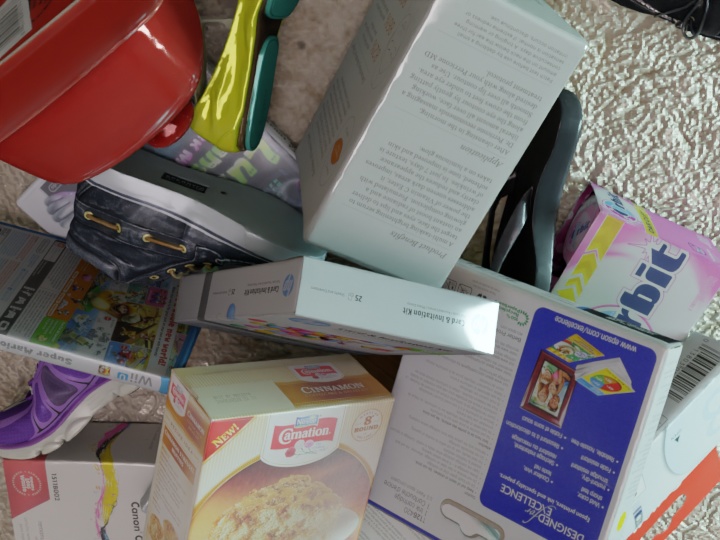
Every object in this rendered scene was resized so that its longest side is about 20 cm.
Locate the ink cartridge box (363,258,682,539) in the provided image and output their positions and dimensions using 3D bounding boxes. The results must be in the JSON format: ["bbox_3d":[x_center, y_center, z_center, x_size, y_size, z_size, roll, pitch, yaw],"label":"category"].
[{"bbox_3d":[0.110,0.112,0.774,0.197,0.047,0.201,23,103,34],"label":"ink cartridge box"}]

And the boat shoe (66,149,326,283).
[{"bbox_3d":[-0.129,-0.024,0.831,0.200,0.071,0.091,23,118,0],"label":"boat shoe"}]

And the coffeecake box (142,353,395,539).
[{"bbox_3d":[-0.074,0.170,0.799,0.153,0.073,0.201,-2,116,-34],"label":"coffeecake box"}]

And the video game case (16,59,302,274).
[{"bbox_3d":[-0.148,-0.058,0.862,0.200,0.023,0.182,-41,106,19],"label":"video game case"}]

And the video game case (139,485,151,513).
[{"bbox_3d":[-0.070,0.194,0.931,0.200,0.017,0.143,34,98,-26],"label":"video game case"}]

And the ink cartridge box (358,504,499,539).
[{"bbox_3d":[0.010,0.238,0.939,0.176,0.045,0.200,-36,117,5],"label":"ink cartridge box"}]

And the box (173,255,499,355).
[{"bbox_3d":[-0.023,0.030,0.759,0.155,0.200,0.041,14,78,-30],"label":"box"}]

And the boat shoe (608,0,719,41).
[{"bbox_3d":[0.246,-0.201,0.751,0.199,0.062,0.075,19,116,-3],"label":"boat shoe"}]

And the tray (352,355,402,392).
[{"bbox_3d":[0.081,0.100,0.850,0.200,0.037,0.099,37,117,28],"label":"tray"}]

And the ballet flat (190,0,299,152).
[{"bbox_3d":[-0.082,-0.185,0.772,0.067,0.067,0.201,22,105,9],"label":"ballet flat"}]

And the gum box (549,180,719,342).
[{"bbox_3d":[0.188,0.046,0.862,0.113,0.066,0.200,24,114,-8],"label":"gum box"}]

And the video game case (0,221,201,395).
[{"bbox_3d":[-0.221,0.023,0.814,0.199,0.143,0.018,15,120,-3],"label":"video game case"}]

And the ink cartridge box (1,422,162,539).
[{"bbox_3d":[-0.207,0.203,0.958,0.199,0.068,0.117,0,114,3],"label":"ink cartridge box"}]

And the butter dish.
[{"bbox_3d":[-0.175,-0.140,0.733,0.199,0.200,0.148,-32,133,17],"label":"butter dish"}]

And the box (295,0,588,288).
[{"bbox_3d":[0.045,-0.114,0.746,0.106,0.152,0.200,22,115,-17],"label":"box"}]

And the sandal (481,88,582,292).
[{"bbox_3d":[0.120,-0.043,0.823,0.043,0.076,0.201,4,105,-20],"label":"sandal"}]

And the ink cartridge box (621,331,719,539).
[{"bbox_3d":[0.246,0.169,0.851,0.160,0.047,0.200,-41,132,-17],"label":"ink cartridge box"}]

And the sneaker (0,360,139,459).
[{"bbox_3d":[-0.246,0.083,0.897,0.200,0.081,0.083,-37,111,19],"label":"sneaker"}]

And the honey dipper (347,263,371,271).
[{"bbox_3d":[0.000,0.000,0.874,0.199,0.038,0.038,-20,111,9],"label":"honey dipper"}]
